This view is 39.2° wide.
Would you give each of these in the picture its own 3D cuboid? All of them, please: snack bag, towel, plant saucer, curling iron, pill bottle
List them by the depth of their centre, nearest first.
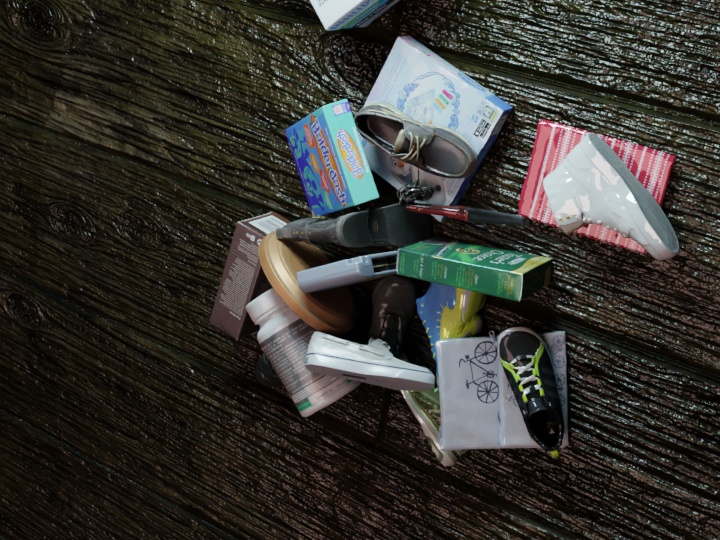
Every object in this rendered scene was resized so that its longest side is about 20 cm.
[{"bbox_3d":[0.324,-0.119,1.408,0.199,0.022,0.145,20,112,24],"label":"towel"},{"bbox_3d":[0.150,-0.089,1.481,0.199,0.026,0.050,15,143,3],"label":"curling iron"},{"bbox_3d":[0.211,0.183,1.517,0.199,0.021,0.190,-2,105,5],"label":"snack bag"},{"bbox_3d":[-0.077,0.015,1.595,0.032,0.200,0.201,-42,80,21],"label":"plant saucer"},{"bbox_3d":[-0.093,0.120,1.600,0.113,0.113,0.201,-33,86,34],"label":"pill bottle"}]

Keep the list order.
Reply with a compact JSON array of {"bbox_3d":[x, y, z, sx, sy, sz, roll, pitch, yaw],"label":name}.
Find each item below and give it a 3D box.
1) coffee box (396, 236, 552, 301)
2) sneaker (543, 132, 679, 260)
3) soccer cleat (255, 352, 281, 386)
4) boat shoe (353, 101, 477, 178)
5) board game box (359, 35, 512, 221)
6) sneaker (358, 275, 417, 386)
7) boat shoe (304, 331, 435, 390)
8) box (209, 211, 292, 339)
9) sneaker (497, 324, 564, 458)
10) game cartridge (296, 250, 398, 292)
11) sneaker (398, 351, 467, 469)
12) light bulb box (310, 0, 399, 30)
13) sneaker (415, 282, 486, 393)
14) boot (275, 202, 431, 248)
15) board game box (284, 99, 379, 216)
[{"bbox_3d":[0.168,-0.006,1.480,0.199,0.123,0.044,13,107,30],"label":"coffee box"},{"bbox_3d":[0.332,-0.073,1.365,0.116,0.074,0.200,-45,69,31],"label":"sneaker"},{"bbox_3d":[-0.124,0.147,1.731,0.200,0.081,0.068,-33,85,35],"label":"soccer cleat"},{"bbox_3d":[0.073,-0.181,1.465,0.199,0.073,0.075,26,117,24],"label":"boat shoe"},{"bbox_3d":[0.097,-0.212,1.512,0.199,0.043,0.200,38,121,16],"label":"board game box"},{"bbox_3d":[0.044,0.100,1.591,0.076,0.091,0.201,11,123,-5],"label":"sneaker"},{"bbox_3d":[0.017,0.135,1.528,0.199,0.072,0.066,9,70,3],"label":"boat shoe"},{"bbox_3d":[-0.178,0.008,1.717,0.075,0.100,0.201,30,117,23],"label":"box"},{"bbox_3d":[0.256,0.174,1.457,0.071,0.083,0.201,-22,102,6],"label":"sneaker"},{"bbox_3d":[0.000,0.000,1.539,0.133,0.200,0.041,-10,90,35],"label":"game cartridge"},{"bbox_3d":[0.125,0.212,1.616,0.088,0.077,0.201,-29,85,3],"label":"sneaker"},{"bbox_3d":[0.002,-0.483,1.446,0.198,0.125,0.201,-29,88,34],"label":"light bulb box"},{"bbox_3d":[0.134,0.092,1.569,0.105,0.076,0.201,27,113,40],"label":"sneaker"},{"bbox_3d":[-0.010,-0.068,1.566,0.174,0.199,0.070,2,93,55],"label":"boot"},{"bbox_3d":[-0.048,-0.167,1.554,0.200,0.045,0.153,-9,100,69],"label":"board game box"}]
